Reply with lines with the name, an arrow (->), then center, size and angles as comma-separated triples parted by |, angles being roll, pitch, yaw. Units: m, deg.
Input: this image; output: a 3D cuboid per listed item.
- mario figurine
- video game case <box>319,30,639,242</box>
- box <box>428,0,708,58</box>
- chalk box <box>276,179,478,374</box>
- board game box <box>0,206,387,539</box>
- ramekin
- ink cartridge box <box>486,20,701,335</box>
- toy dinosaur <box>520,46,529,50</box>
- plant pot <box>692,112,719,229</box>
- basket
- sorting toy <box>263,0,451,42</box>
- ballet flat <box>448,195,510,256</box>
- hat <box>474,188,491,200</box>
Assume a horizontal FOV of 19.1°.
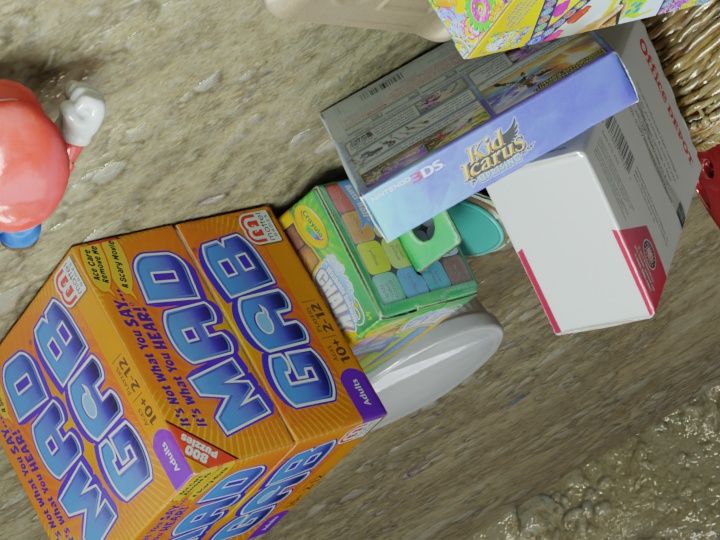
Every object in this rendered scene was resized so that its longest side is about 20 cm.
mario figurine -> -0.229, -0.069, 1.314 | 0.124, 0.106, 0.200 | -63, -173, -21
video game case -> 0.079, -0.115, 1.516 | 0.199, 0.046, 0.181 | -29, -157, 2
box -> 0.100, -0.239, 1.124 | 0.192, 0.200, 0.122 | -17, 158, -39
chalk box -> 0.000, 0.000, 1.736 | 0.124, 0.125, 0.200 | -14, 161, -45
board game box -> -0.144, 0.100, 1.669 | 0.199, 0.200, 0.200 | -14, 156, -43
ramekin -> 0.032, 0.071, 2.071 | 0.202, 0.094, 0.202 | -27, 163, -9
ink cartridge box -> 0.173, -0.073, 1.565 | 0.084, 0.145, 0.200 | -12, -150, 28
toy dinosaur -> 0.136, -0.205, 1.482 | 0.088, 0.047, 0.200 | -38, -169, 40
plant pot -> 0.360, -0.146, 1.851 | 0.200, 0.183, 0.201 | -27, 163, -9
basket -> 0.284, -0.174, 1.714 | 0.200, 0.143, 0.149 | -36, 162, 18
sorting toy -> 0.051, -0.222, 1.384 | 0.185, 0.037, 0.200 | -40, 156, 28
ballet flat -> 0.069, -0.045, 1.804 | 0.071, 0.069, 0.200 | -41, -165, -36
hat -> 0.117, -0.104, 1.705 | 0.200, 0.200, 0.081 | -1, 108, -58
